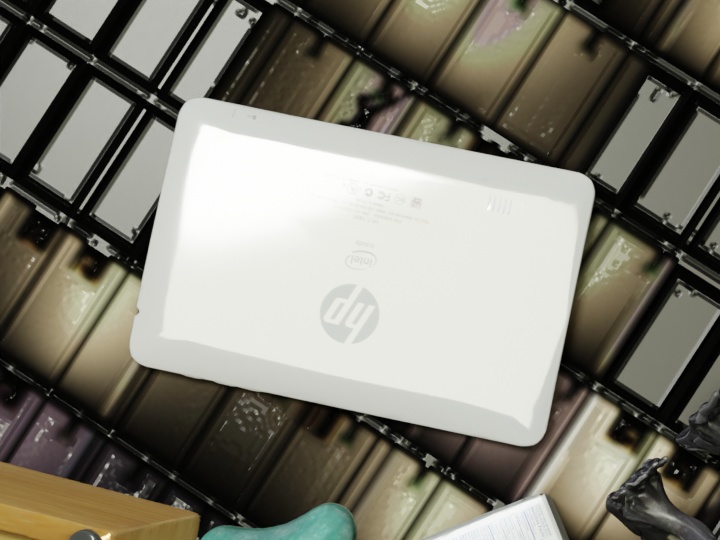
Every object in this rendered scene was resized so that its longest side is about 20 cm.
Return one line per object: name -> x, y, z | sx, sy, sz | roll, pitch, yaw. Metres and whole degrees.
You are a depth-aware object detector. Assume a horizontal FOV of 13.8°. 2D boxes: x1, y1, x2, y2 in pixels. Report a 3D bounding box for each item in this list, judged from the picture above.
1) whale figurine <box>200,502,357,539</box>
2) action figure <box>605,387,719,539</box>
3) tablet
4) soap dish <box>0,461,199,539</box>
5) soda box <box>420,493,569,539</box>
whale figurine -> -0.028, 0.204, 1.296 | 0.159, 0.104, 0.200 | -12, 80, 18
action figure -> 0.202, 0.147, 1.299 | 0.119, 0.102, 0.200 | -43, 80, -10
tablet -> 0.000, 0.000, 1.379 | 0.200, 0.014, 0.130 | 12, 87, 8
soap dish -> -0.187, 0.162, 1.340 | 0.200, 0.081, 0.157 | 13, 86, 18
soda box -> 0.092, 0.203, 1.323 | 0.064, 0.068, 0.200 | -22, 83, 4
